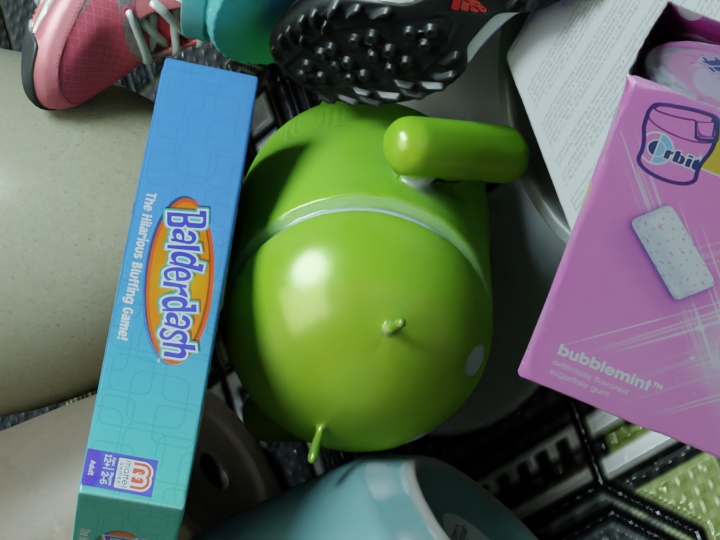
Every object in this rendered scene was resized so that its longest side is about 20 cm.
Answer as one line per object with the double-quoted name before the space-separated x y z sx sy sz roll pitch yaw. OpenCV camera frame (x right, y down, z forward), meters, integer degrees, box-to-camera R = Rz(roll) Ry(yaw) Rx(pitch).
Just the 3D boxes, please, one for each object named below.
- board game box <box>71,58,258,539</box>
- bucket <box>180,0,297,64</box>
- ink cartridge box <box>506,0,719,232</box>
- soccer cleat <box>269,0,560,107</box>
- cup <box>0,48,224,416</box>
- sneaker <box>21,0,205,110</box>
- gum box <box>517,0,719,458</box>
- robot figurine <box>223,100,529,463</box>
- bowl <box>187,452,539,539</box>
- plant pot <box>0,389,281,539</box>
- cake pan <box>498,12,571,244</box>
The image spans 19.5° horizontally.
"board game box" -0.087 0.034 0.902 0.152 0.045 0.200 111 169 -62
"bucket" -0.020 -0.194 0.919 0.207 0.207 0.135 -41 72 37
"ink cartridge box" 0.127 -0.080 0.775 0.161 0.050 0.200 -60 29 32
"soccer cleat" 0.038 -0.128 0.858 0.200 0.068 0.073 -28 36 48
"cup" -0.148 -0.019 1.087 0.143 0.200 0.201 1 88 22
"sneaker" -0.078 -0.142 1.026 0.200 0.074 0.087 -42 61 -16
"gum box" 0.164 0.011 0.653 0.200 0.066 0.114 22 122 7
"robot figurine" 0.000 0.000 0.926 0.176 0.116 0.200 -60 13 27
"bowl" 0.027 0.155 0.897 0.105 0.201 0.201 -45 56 12
"plant pot" -0.134 0.143 1.064 0.175 0.200 0.200 -34 63 22
"cake pan" 0.143 -0.092 0.878 0.200 0.037 0.201 -3 85 46
